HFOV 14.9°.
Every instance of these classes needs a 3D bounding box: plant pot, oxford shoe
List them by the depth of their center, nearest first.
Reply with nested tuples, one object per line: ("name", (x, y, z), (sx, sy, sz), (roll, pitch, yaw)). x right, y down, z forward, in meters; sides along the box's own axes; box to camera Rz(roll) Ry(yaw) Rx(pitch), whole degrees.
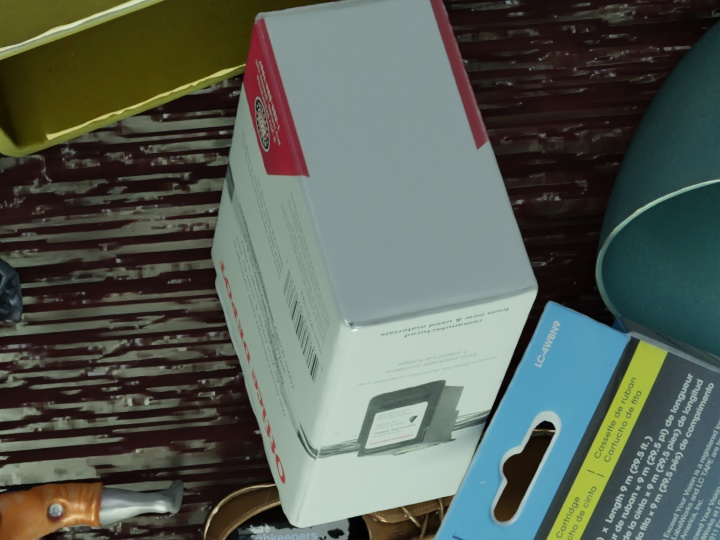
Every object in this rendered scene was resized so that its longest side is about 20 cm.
("plant pot", (-0.106, -0.188, 1.182), (0.194, 0.194, 0.201), (-19, 83, 0))
("plant pot", (0.206, -0.051, 1.200), (0.199, 0.200, 0.136), (8, 63, -1))
("oxford shoe", (0.027, 0.116, 1.245), (0.198, 0.071, 0.072), (-12, 90, -2))

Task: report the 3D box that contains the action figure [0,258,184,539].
("action figure", (-0.175, 0.094, 1.227), (0.192, 0.105, 0.201), (21, 93, -11))

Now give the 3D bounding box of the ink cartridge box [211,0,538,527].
("ink cartridge box", (0.000, 0.000, 1.156), (0.083, 0.200, 0.146), (-11, 65, -14))

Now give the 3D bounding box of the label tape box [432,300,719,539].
("label tape box", (0.123, 0.102, 1.209), (0.199, 0.066, 0.144), (22, 97, -23))
